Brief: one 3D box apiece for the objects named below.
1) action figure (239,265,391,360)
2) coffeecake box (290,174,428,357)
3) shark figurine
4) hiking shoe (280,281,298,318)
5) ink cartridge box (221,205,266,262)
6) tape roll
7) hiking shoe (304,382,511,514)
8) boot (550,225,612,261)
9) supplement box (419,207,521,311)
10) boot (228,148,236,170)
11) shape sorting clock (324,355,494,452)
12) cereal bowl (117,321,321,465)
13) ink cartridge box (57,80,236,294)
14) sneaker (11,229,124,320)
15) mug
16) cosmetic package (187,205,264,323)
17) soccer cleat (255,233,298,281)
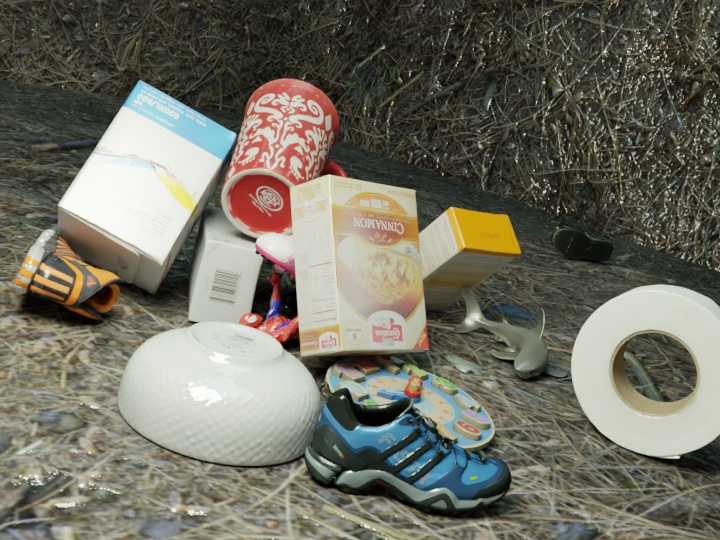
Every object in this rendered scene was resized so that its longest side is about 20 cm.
[{"bbox_3d":[-0.053,0.055,1.124,0.199,0.100,0.065,7,12,-20],"label":"action figure"},{"bbox_3d":[0.000,0.000,1.062,0.073,0.202,0.153,-12,-11,43],"label":"coffeecake box"},{"bbox_3d":[0.237,0.089,1.317,0.127,0.090,0.214,10,16,-26],"label":"shark figurine"},{"bbox_3d":[-0.066,0.028,1.252,0.100,0.076,0.200,13,14,-21],"label":"hiking shoe"},{"bbox_3d":[-0.169,-0.075,1.564,0.136,0.077,0.200,8,14,-27],"label":"ink cartridge box"},{"bbox_3d":[0.363,0.121,1.081,0.201,0.204,0.071,21,14,25],"label":"tape roll"},{"bbox_3d":[0.052,0.164,0.811,0.199,0.087,0.074,12,14,-13],"label":"hiking shoe"},{"bbox_3d":[0.550,-0.080,2.359,0.202,0.074,0.154,12,10,-30],"label":"boot"},{"bbox_3d":[0.133,-0.013,1.381,0.125,0.200,0.074,5,58,-38],"label":"supplement box"},{"bbox_3d":[-0.115,-0.087,1.253,0.200,0.076,0.168,51,7,-13],"label":"boot"},{"bbox_3d":[0.056,0.145,0.995,0.198,0.040,0.200,14,14,-3],"label":"shape sorting clock"},{"bbox_3d":[-0.131,0.105,0.864,0.199,0.084,0.200,13,14,-3],"label":"cereal bowl"},{"bbox_3d":[-0.275,-0.101,1.138,0.144,0.201,0.147,29,-23,-7],"label":"ink cartridge box"},{"bbox_3d":[-0.343,0.013,1.054,0.112,0.078,0.200,26,5,-17],"label":"sneaker"},{"bbox_3d":[-0.087,-0.137,1.159,0.176,0.134,0.201,18,40,-5],"label":"mug"},{"bbox_3d":[-0.185,-0.008,1.196,0.081,0.114,0.200,12,15,-13],"label":"cosmetic package"},{"bbox_3d":[-0.054,-0.027,1.113,0.070,0.087,0.200,37,7,33],"label":"soccer cleat"}]
